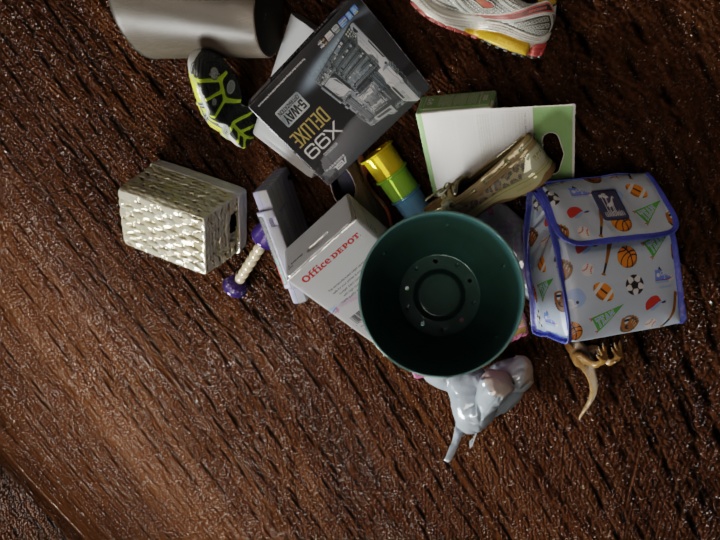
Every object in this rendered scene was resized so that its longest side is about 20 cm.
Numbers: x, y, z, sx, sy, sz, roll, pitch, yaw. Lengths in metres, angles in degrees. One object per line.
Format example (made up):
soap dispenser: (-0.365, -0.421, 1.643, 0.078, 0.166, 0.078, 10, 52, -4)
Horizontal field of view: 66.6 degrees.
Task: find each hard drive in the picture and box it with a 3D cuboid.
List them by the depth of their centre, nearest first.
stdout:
hard drive: (-0.084, -0.262, 0.837, 0.132, 0.027, 0.201, 38, 128, 12)

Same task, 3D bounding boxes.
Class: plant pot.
plant pot: (0.105, 0.032, 0.734, 0.199, 0.161, 0.202, 0, 87, 7)

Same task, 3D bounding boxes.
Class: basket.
basket: (-0.220, -0.372, 0.778, 0.198, 0.180, 0.137, 9, 80, 12)
basket: (-0.323, -0.097, 0.998, 0.199, 0.123, 0.136, 19, 126, 13)

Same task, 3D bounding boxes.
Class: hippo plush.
hippo plush: (0.185, 0.180, 0.939, 0.161, 0.159, 0.201, 46, 124, 28)

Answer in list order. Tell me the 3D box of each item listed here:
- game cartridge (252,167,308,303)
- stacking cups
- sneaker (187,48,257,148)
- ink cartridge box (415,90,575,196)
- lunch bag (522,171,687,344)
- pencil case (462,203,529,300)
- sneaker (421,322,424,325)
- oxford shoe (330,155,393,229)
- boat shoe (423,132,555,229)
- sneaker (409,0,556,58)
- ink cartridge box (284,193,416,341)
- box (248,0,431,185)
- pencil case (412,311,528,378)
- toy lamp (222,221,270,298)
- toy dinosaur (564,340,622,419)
game cartridge: (-0.120, -0.059, 0.921, 0.038, 0.130, 0.201, -9, 114, 18)
stacking cups: (0.084, -0.105, 0.847, 0.060, 0.061, 0.200, -30, 106, 35)
sneaker: (-0.224, -0.258, 0.837, 0.076, 0.076, 0.200, 25, 163, 14)
ink cartridge box: (0.185, -0.167, 0.742, 0.199, 0.048, 0.146, 2, 137, 23)
lunch bag: (0.306, -0.021, 0.704, 0.169, 0.124, 0.202, -7, 91, -9)
pencil case: (0.234, -0.017, 0.805, 0.200, 0.091, 0.083, 42, 164, -1)
sneaker: (0.097, 0.089, 0.955, 0.199, 0.078, 0.091, -19, 125, 36)
oxford shoe: (-0.008, -0.103, 0.877, 0.071, 0.073, 0.201, -16, 111, 32)
boat shoe: (0.156, -0.115, 0.730, 0.199, 0.073, 0.063, -26, 114, 39)
sneaker: (0.145, -0.335, 0.676, 0.199, 0.078, 0.083, 20, 122, 2)
ink cartridge box: (0.000, 0.000, 0.860, 0.145, 0.084, 0.200, -40, 124, 17)
box: (-0.029, -0.242, 0.749, 0.200, 0.050, 0.158, -41, 117, 13)
pencil case: (0.158, 0.096, 0.844, 0.199, 0.083, 0.087, -23, 66, 10)
toy lamp: (-0.200, -0.027, 1.024, 0.058, 0.058, 0.200, 40, 127, -2)
toy dinosaur: (0.359, 0.143, 0.873, 0.201, 0.060, 0.106, 58, 149, -8)
